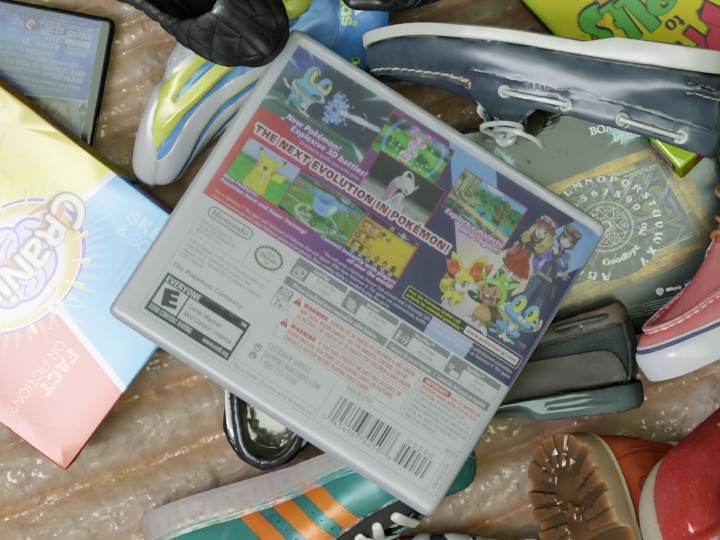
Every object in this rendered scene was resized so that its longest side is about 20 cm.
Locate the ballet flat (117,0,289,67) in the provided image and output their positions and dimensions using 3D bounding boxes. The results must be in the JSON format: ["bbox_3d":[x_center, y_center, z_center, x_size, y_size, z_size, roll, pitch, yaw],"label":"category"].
[{"bbox_3d":[-0.108,-0.168,1.150,0.200,0.057,0.066,35,85,39],"label":"ballet flat"}]

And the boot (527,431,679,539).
[{"bbox_3d":[0.169,0.182,1.180,0.107,0.075,0.200,2,68,-41],"label":"boot"}]

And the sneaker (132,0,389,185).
[{"bbox_3d":[-0.042,-0.118,1.189,0.105,0.076,0.200,31,94,-2],"label":"sneaker"}]

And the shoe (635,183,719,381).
[{"bbox_3d":[0.213,-0.024,1.169,0.200,0.071,0.091,-32,99,-23],"label":"shoe"}]

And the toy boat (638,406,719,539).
[{"bbox_3d":[0.250,0.115,1.143,0.131,0.200,0.131,-33,89,46],"label":"toy boat"}]

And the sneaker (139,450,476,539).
[{"bbox_3d":[-0.023,0.149,1.199,0.200,0.071,0.080,-19,73,16],"label":"sneaker"}]

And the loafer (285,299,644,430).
[{"bbox_3d":[0.055,0.053,1.183,0.200,0.072,0.063,-4,91,-9],"label":"loafer"}]

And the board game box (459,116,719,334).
[{"bbox_3d":[0.108,-0.023,1.218,0.200,0.028,0.135,-12,94,3],"label":"board game box"}]

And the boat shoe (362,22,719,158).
[{"bbox_3d":[0.094,-0.094,1.130,0.200,0.075,0.062,7,94,16],"label":"boat shoe"}]

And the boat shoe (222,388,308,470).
[{"bbox_3d":[-0.041,0.013,1.207,0.074,0.060,0.200,12,95,-2],"label":"boat shoe"}]

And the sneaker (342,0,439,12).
[{"bbox_3d":[-0.016,-0.222,1.122,0.114,0.076,0.200,-34,102,-37],"label":"sneaker"}]

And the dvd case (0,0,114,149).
[{"bbox_3d":[-0.226,-0.057,1.226,0.143,0.018,0.200,10,94,0],"label":"dvd case"}]

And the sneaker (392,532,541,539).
[{"bbox_3d":[0.087,0.240,1.214,0.129,0.079,0.199,-12,85,10],"label":"sneaker"}]

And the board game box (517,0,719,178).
[{"bbox_3d":[0.144,-0.159,1.176,0.102,0.048,0.200,-42,80,4],"label":"board game box"}]

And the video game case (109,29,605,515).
[{"bbox_3d":[0.000,0.000,1.138,0.200,0.023,0.182,33,80,0],"label":"video game case"}]

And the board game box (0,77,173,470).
[{"bbox_3d":[-0.196,-0.010,1.199,0.200,0.040,0.153,37,95,-2],"label":"board game box"}]
